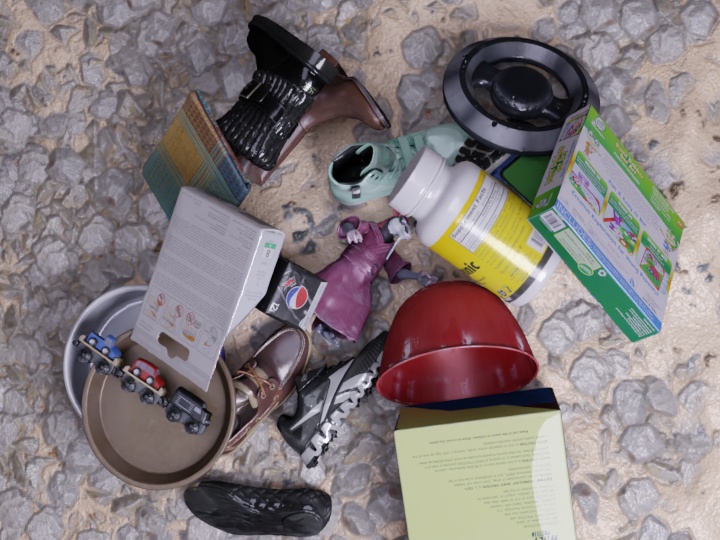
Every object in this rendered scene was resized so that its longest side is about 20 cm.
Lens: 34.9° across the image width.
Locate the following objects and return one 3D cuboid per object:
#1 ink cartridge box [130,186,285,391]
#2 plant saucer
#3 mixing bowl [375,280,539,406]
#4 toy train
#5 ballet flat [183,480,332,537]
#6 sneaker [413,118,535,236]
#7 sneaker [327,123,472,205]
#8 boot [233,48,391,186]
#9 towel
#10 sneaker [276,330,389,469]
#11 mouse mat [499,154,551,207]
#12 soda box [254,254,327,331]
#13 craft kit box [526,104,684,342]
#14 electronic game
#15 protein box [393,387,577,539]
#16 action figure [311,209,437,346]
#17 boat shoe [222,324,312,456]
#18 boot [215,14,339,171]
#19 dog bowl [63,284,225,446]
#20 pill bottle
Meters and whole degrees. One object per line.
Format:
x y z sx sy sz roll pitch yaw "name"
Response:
-0.184 0.020 1.364 0.160 0.050 0.203 27 103 39 "ink cartridge box"
-0.247 0.168 1.417 0.196 0.029 0.204 -1 85 7 "plant saucer"
0.112 0.082 1.390 0.196 0.201 0.110 -8 64 7 "mixing bowl"
-0.264 0.132 1.390 0.198 0.034 0.046 32 87 8 "toy train"
-0.132 0.303 1.470 0.196 0.057 0.068 6 114 13 "ballet flat"
0.154 -0.103 1.441 0.201 0.089 0.079 -50 38 3 "sneaker"
0.052 -0.137 1.434 0.197 0.118 0.075 -21 82 3 "sneaker"
-0.074 -0.167 1.453 0.200 0.064 0.187 -43 44 0 "boot"
-0.208 -0.116 1.446 0.022 0.200 0.148 -24 79 -36 "towel"
-0.036 0.147 1.451 0.090 0.066 0.201 38 93 6 "sneaker"
0.262 -0.097 1.384 0.161 0.200 0.008 43 129 7 "mouse mat"
-0.123 0.008 1.412 0.063 0.199 0.072 27 90 -34 "soda box"
0.286 -0.056 1.311 0.048 0.199 0.200 -26 114 43 "craft kit box"
0.198 -0.218 1.416 0.196 0.042 0.203 3 53 -4 "electronic game"
0.151 0.263 1.371 0.195 0.135 0.204 -8 94 7 "protein box"
0.000 0.000 1.458 0.134 0.148 0.201 46 72 -19 "action figure"
-0.134 0.153 1.460 0.072 0.072 0.201 40 92 8 "boat shoe"
-0.125 -0.226 1.438 0.079 0.211 0.159 32 97 -33 "boot"
-0.276 0.122 1.478 0.196 0.079 0.204 -1 86 8 "dog bowl"
0.134 -0.056 1.337 0.199 0.111 0.112 35 91 -7 "pill bottle"
